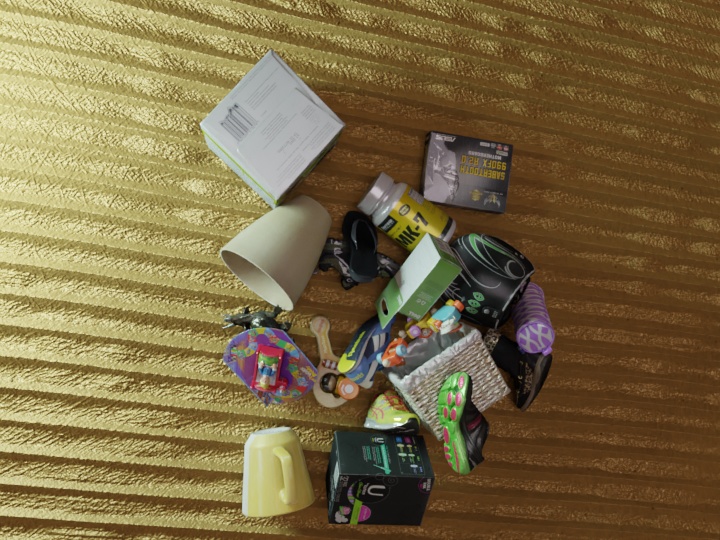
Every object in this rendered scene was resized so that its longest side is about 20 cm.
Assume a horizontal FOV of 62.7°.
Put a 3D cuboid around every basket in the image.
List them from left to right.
[{"bbox_3d":[0.173,0.227,1.257,0.199,0.198,0.161,-32,97,-9],"label":"basket"}]

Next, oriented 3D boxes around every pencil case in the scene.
[{"bbox_3d":[0.377,0.102,1.295,0.085,0.200,0.084,39,117,-11],"label":"pencil case"}]

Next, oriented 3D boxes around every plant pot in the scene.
[{"bbox_3d":[-0.155,-0.054,1.221,0.187,0.187,0.200,40,69,-8],"label":"plant pot"}]

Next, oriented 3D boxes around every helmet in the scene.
[{"bbox_3d":[0.253,0.015,1.267,0.190,0.200,0.200,34,83,21],"label":"helmet"}]

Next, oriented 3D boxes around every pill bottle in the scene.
[{"bbox_3d":[0.098,-0.118,1.285,0.200,0.114,0.115,35,84,-8],"label":"pill bottle"}]

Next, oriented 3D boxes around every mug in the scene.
[{"bbox_3d":[-0.163,0.407,1.216,0.149,0.186,0.154,3,77,-53],"label":"mug"}]

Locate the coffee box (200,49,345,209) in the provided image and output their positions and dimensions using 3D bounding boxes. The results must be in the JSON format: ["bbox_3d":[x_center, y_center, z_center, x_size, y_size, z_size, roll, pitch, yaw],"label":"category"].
[{"bbox_3d":[-0.175,-0.270,1.191,0.200,0.198,0.200,43,83,-6],"label":"coffee box"}]

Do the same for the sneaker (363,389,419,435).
[{"bbox_3d":[0.063,0.295,1.242,0.078,0.200,0.091,16,75,-22],"label":"sneaker"}]

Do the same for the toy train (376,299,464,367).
[{"bbox_3d":[0.132,0.137,1.195,0.200,0.150,0.056,-30,107,35],"label":"toy train"}]

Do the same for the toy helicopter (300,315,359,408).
[{"bbox_3d":[-0.081,0.199,1.285,0.131,0.079,0.201,-13,82,-1],"label":"toy helicopter"}]

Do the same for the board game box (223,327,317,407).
[{"bbox_3d":[-0.187,0.210,1.218,0.157,0.039,0.200,-28,115,18],"label":"board game box"}]

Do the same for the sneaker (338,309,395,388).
[{"bbox_3d":[0.028,0.165,1.268,0.082,0.074,0.200,48,52,-15],"label":"sneaker"}]

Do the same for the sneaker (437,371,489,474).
[{"bbox_3d":[0.203,0.290,1.144,0.083,0.077,0.201,-9,102,-29],"label":"sneaker"}]

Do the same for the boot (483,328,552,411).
[{"bbox_3d":[0.340,0.223,1.336,0.150,0.201,0.073,29,56,24],"label":"boot"}]

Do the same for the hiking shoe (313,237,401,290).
[{"bbox_3d":[0.000,0.000,1.296,0.199,0.076,0.101,20,95,-1],"label":"hiking shoe"}]

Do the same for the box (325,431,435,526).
[{"bbox_3d":[0.037,0.438,1.243,0.199,0.124,0.149,6,117,-11],"label":"box"}]

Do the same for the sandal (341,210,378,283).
[{"bbox_3d":[0.007,-0.059,1.239,0.076,0.043,0.201,5,45,-16],"label":"sandal"}]

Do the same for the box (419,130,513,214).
[{"bbox_3d":[0.239,-0.221,1.343,0.199,0.048,0.159,8,88,-10],"label":"box"}]

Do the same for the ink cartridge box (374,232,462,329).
[{"bbox_3d":[0.115,0.032,1.224,0.059,0.104,0.200,26,114,-24],"label":"ink cartridge box"}]

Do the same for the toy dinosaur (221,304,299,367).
[{"bbox_3d":[-0.188,0.130,1.251,0.200,0.102,0.077,39,59,-18],"label":"toy dinosaur"}]
